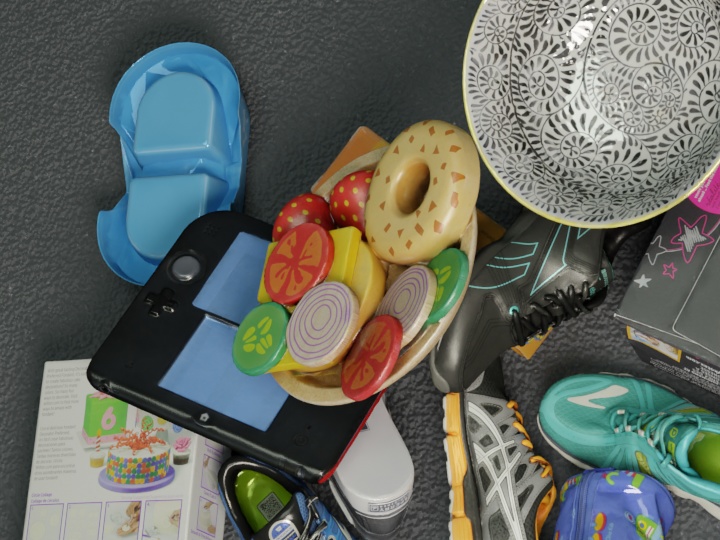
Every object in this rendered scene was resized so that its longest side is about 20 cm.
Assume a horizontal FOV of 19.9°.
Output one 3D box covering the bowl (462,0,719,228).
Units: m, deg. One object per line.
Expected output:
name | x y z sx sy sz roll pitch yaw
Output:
bowl | 0.176 -0.127 1.359 0.200 0.094 0.202 -1 89 27

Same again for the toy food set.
toy food set | 0.000 0.000 1.385 0.199 0.049 0.199 -11 58 41

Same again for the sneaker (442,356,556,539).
sneaker | 0.098 0.139 1.423 0.077 0.078 0.201 -6 74 8

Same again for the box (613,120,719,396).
box | 0.280 -0.014 1.384 0.132 0.115 0.201 25 82 24

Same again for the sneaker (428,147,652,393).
sneaker | 0.120 0.006 1.385 0.079 0.075 0.200 31 74 22

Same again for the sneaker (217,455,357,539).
sneaker | -0.036 0.203 1.434 0.079 0.089 0.200 -48 63 0

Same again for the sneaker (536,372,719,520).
sneaker | 0.210 0.112 1.383 0.199 0.080 0.078 18 78 25

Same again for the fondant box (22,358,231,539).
fondant box | -0.171 0.165 1.507 0.143 0.058 0.201 -5 70 26

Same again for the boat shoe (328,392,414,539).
boat shoe | -0.007 0.106 1.471 0.071 0.068 0.201 -12 48 -13

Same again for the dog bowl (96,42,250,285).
dog bowl | -0.140 -0.076 1.596 0.111 0.050 0.201 -3 71 19

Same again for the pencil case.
pencil case | 0.152 0.213 1.320 0.078 0.087 0.201 -10 37 25

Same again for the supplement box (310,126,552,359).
supplement box | 0.060 -0.020 1.494 0.200 0.069 0.067 38 87 29

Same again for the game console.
game console | -0.069 0.048 1.456 0.199 0.031 0.177 21 53 20
